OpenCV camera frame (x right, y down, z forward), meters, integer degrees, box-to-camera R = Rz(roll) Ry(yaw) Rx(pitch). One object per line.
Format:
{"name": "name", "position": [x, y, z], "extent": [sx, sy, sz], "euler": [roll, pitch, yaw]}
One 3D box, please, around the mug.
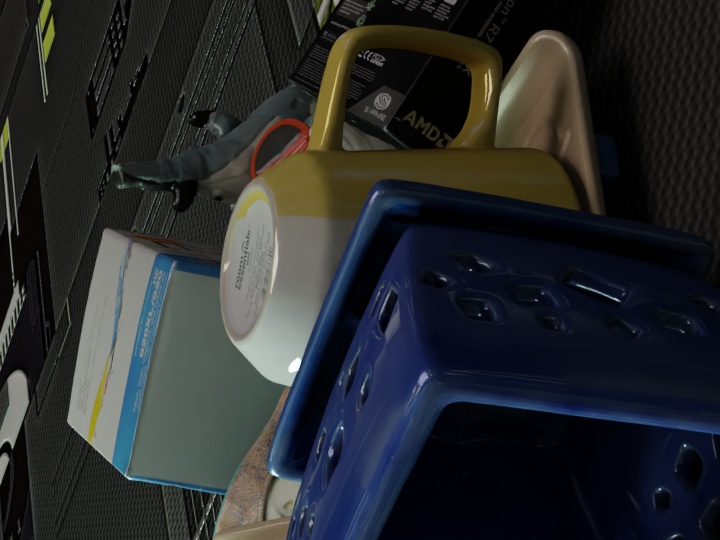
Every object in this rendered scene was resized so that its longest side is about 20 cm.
{"name": "mug", "position": [0.011, -0.011, 1.254], "extent": [0.150, 0.152, 0.188], "euler": [124, 146, -49]}

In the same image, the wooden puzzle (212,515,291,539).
{"name": "wooden puzzle", "position": [-0.036, 0.226, 1.338], "extent": [0.184, 0.037, 0.201], "euler": [-16, 48, 41]}

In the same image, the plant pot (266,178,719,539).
{"name": "plant pot", "position": [0.070, 0.077, 1.100], "extent": [0.180, 0.198, 0.201], "euler": [-106, 30, -52]}

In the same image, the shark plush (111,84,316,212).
{"name": "shark plush", "position": [-0.085, -0.076, 1.663], "extent": [0.083, 0.199, 0.091], "euler": [51, 148, 24]}

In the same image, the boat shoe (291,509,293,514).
{"name": "boat shoe", "position": [0.012, 0.141, 1.424], "extent": [0.063, 0.072, 0.200], "euler": [67, 152, 26]}

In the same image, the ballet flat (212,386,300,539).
{"name": "ballet flat", "position": [-0.032, 0.117, 1.516], "extent": [0.067, 0.068, 0.201], "euler": [5, 68, 43]}

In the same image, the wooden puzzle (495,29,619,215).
{"name": "wooden puzzle", "position": [0.094, 0.005, 1.308], "extent": [0.186, 0.046, 0.201], "euler": [122, 146, -48]}

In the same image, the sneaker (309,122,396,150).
{"name": "sneaker", "position": [0.000, 0.000, 1.441], "extent": [0.075, 0.080, 0.202], "euler": [-12, 72, 59]}

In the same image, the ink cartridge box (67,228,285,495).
{"name": "ink cartridge box", "position": [-0.098, 0.062, 1.657], "extent": [0.200, 0.146, 0.146], "euler": [-159, 80, -70]}

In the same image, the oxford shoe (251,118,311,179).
{"name": "oxford shoe", "position": [0.005, -0.022, 1.555], "extent": [0.071, 0.072, 0.200], "euler": [-48, 47, 16]}

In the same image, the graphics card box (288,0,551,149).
{"name": "graphics card box", "position": [0.054, -0.162, 1.362], "extent": [0.201, 0.051, 0.125], "euler": [-57, 33, -2]}
